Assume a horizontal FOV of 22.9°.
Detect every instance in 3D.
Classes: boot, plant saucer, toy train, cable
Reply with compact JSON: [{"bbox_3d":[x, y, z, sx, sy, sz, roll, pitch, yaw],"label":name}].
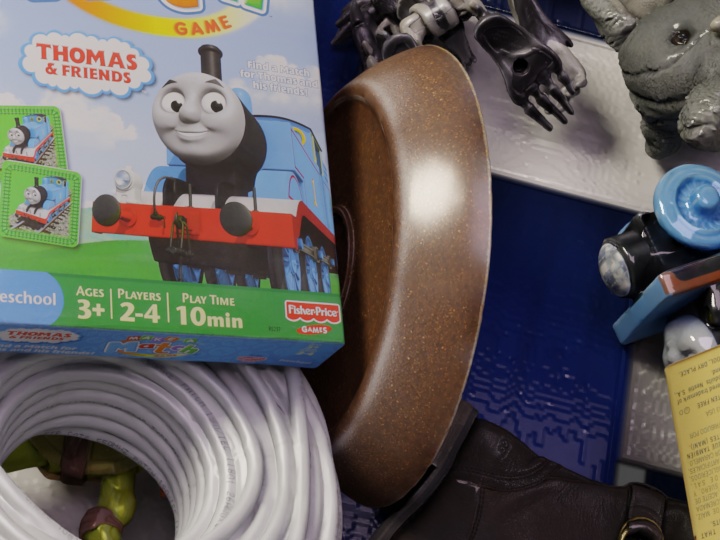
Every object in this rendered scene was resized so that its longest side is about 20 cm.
[{"bbox_3d":[0.081,0.153,0.772,0.173,0.069,0.201,26,58,3],"label":"boot"},{"bbox_3d":[0.000,0.000,0.766,0.034,0.200,0.202,8,57,-20],"label":"plant saucer"},{"bbox_3d":[0.217,-0.003,0.885,0.199,0.087,0.115,-16,70,-20],"label":"toy train"},{"bbox_3d":[-0.104,0.081,0.690,0.199,0.069,0.201,0,53,-29],"label":"cable"}]

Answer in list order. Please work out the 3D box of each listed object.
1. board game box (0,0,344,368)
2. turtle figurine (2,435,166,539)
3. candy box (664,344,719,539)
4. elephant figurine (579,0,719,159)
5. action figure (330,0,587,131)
[{"bbox_3d":[-0.088,-0.065,0.710,0.150,0.037,0.201,4,67,-26],"label":"board game box"},{"bbox_3d":[-0.130,0.079,0.775,0.160,0.065,0.201,6,59,-8],"label":"turtle figurine"},{"bbox_3d":[0.200,0.139,0.776,0.116,0.056,0.201,25,51,-44],"label":"candy box"},{"bbox_3d":[0.177,-0.119,0.904,0.199,0.155,0.142,-32,71,-25],"label":"elephant figurine"},{"bbox_3d":[0.048,-0.109,0.903,0.118,0.103,0.200,-23,21,6],"label":"action figure"}]
